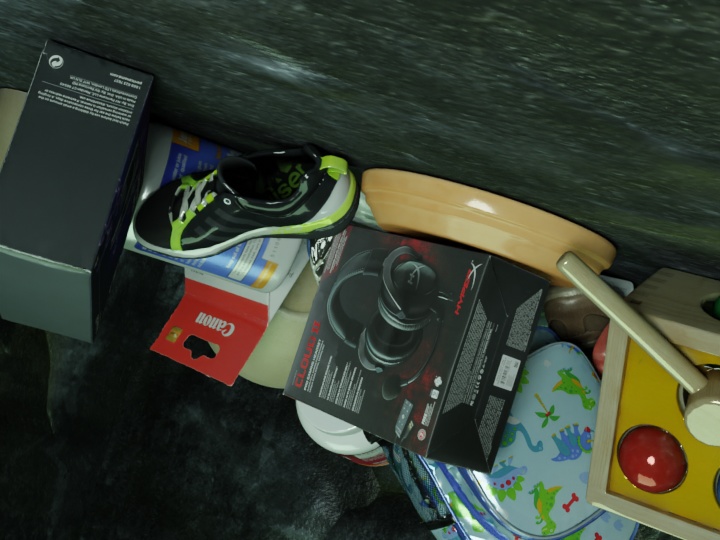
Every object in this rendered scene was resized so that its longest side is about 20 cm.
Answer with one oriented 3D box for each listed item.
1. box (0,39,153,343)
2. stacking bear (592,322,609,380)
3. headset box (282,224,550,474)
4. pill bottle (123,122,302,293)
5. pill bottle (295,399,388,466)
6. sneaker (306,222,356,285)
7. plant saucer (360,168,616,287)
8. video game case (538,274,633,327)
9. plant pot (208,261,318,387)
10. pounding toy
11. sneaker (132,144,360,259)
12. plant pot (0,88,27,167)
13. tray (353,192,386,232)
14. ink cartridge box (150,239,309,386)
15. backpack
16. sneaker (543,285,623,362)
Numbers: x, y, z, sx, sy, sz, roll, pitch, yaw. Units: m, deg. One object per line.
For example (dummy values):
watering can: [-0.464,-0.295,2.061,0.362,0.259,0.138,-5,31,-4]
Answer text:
box: [-0.202,-0.044,0.787,0.078,0.142,0.200,19,161,-7]
stacking bear: [0.310,0.083,0.911,0.199,0.114,0.122,0,130,45]
headset box: [0.032,0.052,0.869,0.077,0.150,0.199,21,177,-40]
pill bottle: [-0.152,-0.061,0.973,0.198,0.113,0.112,19,177,-19]
pill bottle: [-0.002,0.136,1.156,0.112,0.114,0.200,17,169,16]
sneaker: [0.000,0.000,1.110,0.089,0.078,0.200,51,-175,39]
plant saucer: [0.091,-0.027,0.846,0.198,0.038,0.200,18,177,1]
video game case: [0.123,0.042,1.047,0.180,0.024,0.200,11,151,-21]
plant pot: [-0.072,0.018,1.218,0.198,0.202,0.134,18,164,-8]
pounding toy: [0.236,0.084,0.775,0.183,0.202,0.142,16,-155,31]
sneaker: [-0.095,-0.063,0.846,0.198,0.072,0.083,-9,151,22]
plant pot: [-0.289,-0.085,1.145,0.198,0.136,0.200,17,178,1]
tray: [0.062,-0.036,1.042,0.198,0.022,0.107,19,178,-20]
ink cartridge box: [-0.129,0.000,1.111,0.160,0.201,0.050,14,156,50]
backpack: [0.134,0.168,0.932,0.182,0.201,0.147,-27,174,-20]
sneaker: [0.213,0.078,1.004,0.070,0.076,0.200,-11,150,21]
